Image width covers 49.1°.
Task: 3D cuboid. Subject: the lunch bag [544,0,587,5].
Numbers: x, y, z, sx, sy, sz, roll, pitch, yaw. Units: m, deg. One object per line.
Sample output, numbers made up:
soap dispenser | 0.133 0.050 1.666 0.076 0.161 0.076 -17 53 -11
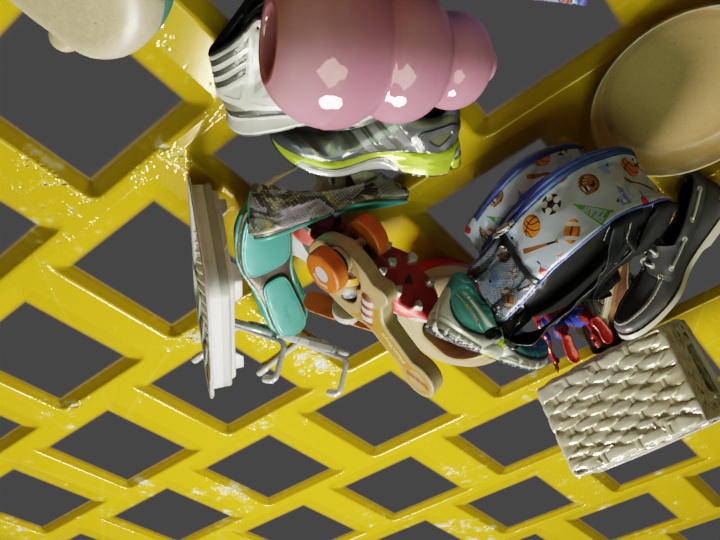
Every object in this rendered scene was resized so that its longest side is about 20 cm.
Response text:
lunch bag | 0.114 -0.317 0.575 0.146 0.095 0.203 5 128 -7

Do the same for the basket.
basket | 0.338 0.162 0.993 0.198 0.138 0.122 -33 159 27

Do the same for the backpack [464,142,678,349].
backpack | 0.214 -0.042 0.804 0.197 0.156 0.191 -22 164 -38

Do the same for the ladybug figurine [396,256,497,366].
ladybug figurine | 0.118 0.046 0.978 0.134 0.073 0.200 -26 134 21

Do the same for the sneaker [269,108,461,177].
sneaker | 0.008 -0.144 0.770 0.195 0.075 0.082 -3 130 -11

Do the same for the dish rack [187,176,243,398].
dish rack | -0.156 0.018 0.854 0.042 0.174 0.203 -6 139 -13

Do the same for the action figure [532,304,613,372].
action figure | 0.255 0.082 0.943 0.064 0.200 0.100 -28 100 6

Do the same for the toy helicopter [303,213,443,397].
toy helicopter | 0.012 0.050 0.823 0.201 0.078 0.132 52 150 0

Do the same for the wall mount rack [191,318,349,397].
wall mount rack | -0.115 0.110 1.013 0.171 0.076 0.198 11 173 45

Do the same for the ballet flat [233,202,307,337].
ballet flat | -0.108 -0.012 0.882 0.066 0.071 0.203 -26 134 -15

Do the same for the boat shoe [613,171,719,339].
boat shoe | 0.337 -0.019 0.885 0.062 0.073 0.202 35 90 -16

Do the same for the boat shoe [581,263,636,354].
boat shoe | 0.321 0.030 0.987 0.072 0.077 0.202 -13 146 2

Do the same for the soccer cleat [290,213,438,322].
soccer cleat | 0.000 0.000 0.894 0.197 0.069 0.085 31 144 -4

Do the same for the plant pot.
plant pot | 0.323 -0.178 0.783 0.194 0.028 0.203 -3 138 -3

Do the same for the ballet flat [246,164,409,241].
ballet flat | -0.030 -0.084 0.806 0.197 0.073 0.073 -17 148 -34

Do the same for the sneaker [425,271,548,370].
sneaker | 0.158 0.061 0.895 0.198 0.081 0.077 24 177 -42

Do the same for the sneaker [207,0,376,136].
sneaker | -0.043 -0.189 0.699 0.195 0.077 0.116 -9 140 9

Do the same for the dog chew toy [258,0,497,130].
dog chew toy | 0.020 -0.175 0.633 0.195 0.126 0.126 0 140 -20

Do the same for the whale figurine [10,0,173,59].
whale figurine | -0.233 -0.252 0.616 0.196 0.105 0.161 19 139 11
